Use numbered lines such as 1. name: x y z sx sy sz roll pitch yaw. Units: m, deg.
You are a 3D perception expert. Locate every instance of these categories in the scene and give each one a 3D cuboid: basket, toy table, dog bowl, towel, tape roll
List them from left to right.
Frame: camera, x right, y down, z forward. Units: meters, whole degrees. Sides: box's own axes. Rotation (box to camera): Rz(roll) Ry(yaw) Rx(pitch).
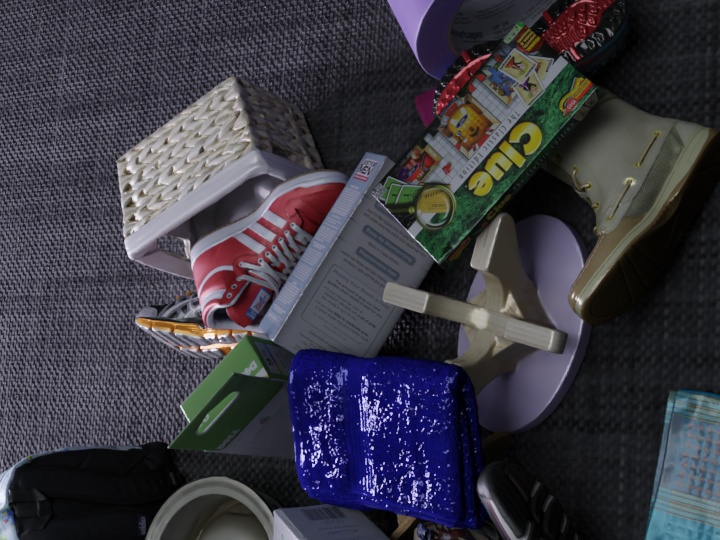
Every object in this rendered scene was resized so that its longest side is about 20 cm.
1. basket: -0.145 -0.094 1.409 0.199 0.135 0.125 -30 61 27
2. dog bowl: -0.129 0.310 1.354 0.198 0.073 0.203 -8 76 34
3. towel: 0.017 0.148 1.172 0.198 0.049 0.150 1 106 42
4. tape roll: 0.123 -0.265 1.204 0.199 0.199 0.086 -37 61 24
5. toy table: 0.123 0.043 1.197 0.182 0.117 0.203 2 83 36
6. towel: 0.328 0.183 1.079 0.198 0.022 0.149 10 87 37

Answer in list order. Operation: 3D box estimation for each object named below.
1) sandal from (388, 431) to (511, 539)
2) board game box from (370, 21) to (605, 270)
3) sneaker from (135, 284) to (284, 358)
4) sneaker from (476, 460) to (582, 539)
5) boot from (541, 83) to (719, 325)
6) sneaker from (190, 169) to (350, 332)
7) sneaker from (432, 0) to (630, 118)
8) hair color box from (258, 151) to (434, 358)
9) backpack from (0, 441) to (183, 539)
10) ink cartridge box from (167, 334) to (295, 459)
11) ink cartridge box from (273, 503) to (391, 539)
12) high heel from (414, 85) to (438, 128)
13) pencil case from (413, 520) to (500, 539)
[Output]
1. sandal: 0.051 0.208 1.242 0.070 0.077 0.213 46 113 30
2. board game box: 0.107 -0.108 1.156 0.200 0.023 0.105 -49 61 8
3. sneaker: -0.155 0.047 1.431 0.198 0.078 0.078 -1 67 32
4. sneaker: 0.139 0.260 1.128 0.115 0.076 0.200 -36 98 35
5. boot: 0.205 -0.062 1.169 0.154 0.072 0.201 30 80 36
6. sneaker: -0.084 -0.012 1.326 0.199 0.071 0.114 -31 48 24
7. sneaker: 0.161 -0.174 1.218 0.198 0.095 0.080 -29 67 12
8. hair color box: 0.000 0.000 1.273 0.201 0.098 0.061 -58 20 -2
9. backpack: -0.300 0.262 1.408 0.152 0.199 0.165 -21 70 32
10. ink cartridge box: -0.102 0.122 1.291 0.104 0.199 0.060 -46 59 19
11. ink cartridge box: -0.017 0.334 1.188 0.175 0.083 0.203 -151 62 -65
12. high heel: 0.070 -0.098 1.256 0.095 0.068 0.201 0 43 29
13. pencil case: 0.076 0.321 1.181 0.077 0.089 0.203 6 94 4
